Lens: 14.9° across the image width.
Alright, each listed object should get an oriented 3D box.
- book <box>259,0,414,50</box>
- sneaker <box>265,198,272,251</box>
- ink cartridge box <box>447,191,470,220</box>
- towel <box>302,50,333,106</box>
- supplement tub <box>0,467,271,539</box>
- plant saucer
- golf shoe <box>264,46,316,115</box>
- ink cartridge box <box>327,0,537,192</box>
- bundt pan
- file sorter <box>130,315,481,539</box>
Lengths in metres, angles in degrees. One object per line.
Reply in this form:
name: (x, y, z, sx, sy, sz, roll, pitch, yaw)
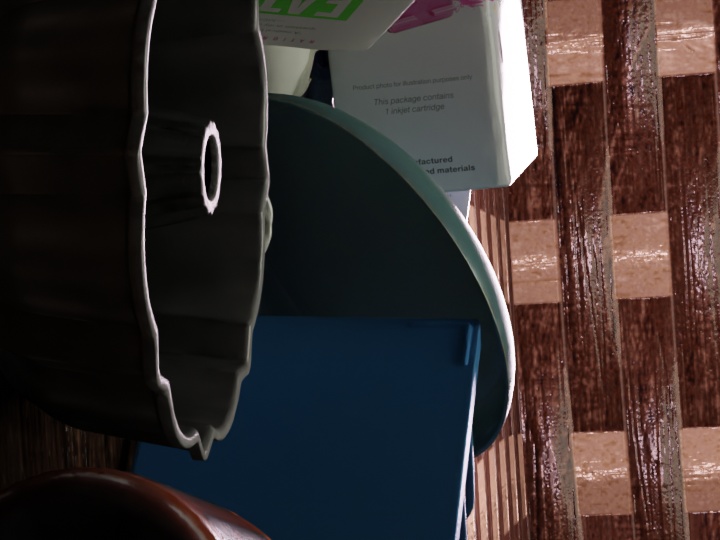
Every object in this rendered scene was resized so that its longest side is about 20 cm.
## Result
book: (-0.022, -0.141, 1.020, 0.200, 0.133, 0.048, 138, -44, -63)
sneaker: (-0.070, -0.029, 1.136, 0.073, 0.070, 0.201, 77, 12, -51)
ink cartridge box: (0.004, 0.038, 1.466, 0.147, 0.085, 0.201, 102, -5, -46)
towel: (-0.031, -0.060, 1.423, 0.147, 0.024, 0.201, -84, -176, -53)
supplement tub: (-0.072, 0.126, 0.922, 0.200, 0.106, 0.108, 46, 41, -77)
plant saucer: (0.000, 0.000, 1.267, 0.027, 0.200, 0.201, -38, 137, -30)
golf shoe: (-0.076, -0.143, 1.220, 0.097, 0.078, 0.201, -58, 141, -48)
ink cartridge box: (0.031, -0.144, 1.336, 0.145, 0.084, 0.201, -41, 126, -78)
bundt pan: (-0.087, -0.036, 0.958, 0.202, 0.075, 0.203, 1, 90, -81)
file sorter: (-0.022, 0.128, 1.160, 0.201, 0.138, 0.123, -80, 168, -52)
